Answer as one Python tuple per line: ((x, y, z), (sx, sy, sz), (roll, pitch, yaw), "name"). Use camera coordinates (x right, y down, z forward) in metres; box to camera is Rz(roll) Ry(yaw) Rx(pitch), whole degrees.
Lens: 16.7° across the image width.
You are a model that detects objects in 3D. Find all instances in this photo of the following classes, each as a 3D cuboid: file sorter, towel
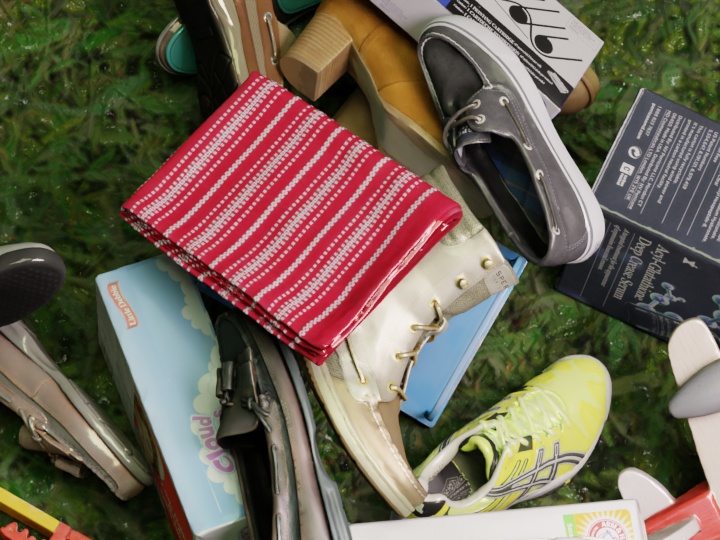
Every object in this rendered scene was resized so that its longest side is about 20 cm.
((0.000, 0.000, 1.712), (0.199, 0.123, 0.139), (30, 88, 2), "file sorter")
((-0.047, -0.039, 1.608), (0.200, 0.023, 0.145), (35, 71, 30), "towel")

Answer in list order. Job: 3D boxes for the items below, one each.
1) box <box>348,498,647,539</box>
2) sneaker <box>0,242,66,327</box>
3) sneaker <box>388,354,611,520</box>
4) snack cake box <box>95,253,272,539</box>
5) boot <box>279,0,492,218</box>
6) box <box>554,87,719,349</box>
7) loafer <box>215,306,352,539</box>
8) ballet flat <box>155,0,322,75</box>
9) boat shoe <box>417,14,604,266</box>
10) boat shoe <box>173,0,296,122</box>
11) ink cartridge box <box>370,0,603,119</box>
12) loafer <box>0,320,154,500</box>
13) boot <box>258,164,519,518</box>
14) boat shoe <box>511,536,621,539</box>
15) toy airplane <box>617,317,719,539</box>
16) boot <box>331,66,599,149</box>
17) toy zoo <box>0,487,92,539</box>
((0.087, 0.223, 1.631), (0.198, 0.113, 0.102), (-4, 68, -10), "box")
((-0.288, -0.006, 1.700), (0.201, 0.067, 0.109), (-28, 54, 31), "sneaker")
((0.106, 0.128, 1.723), (0.075, 0.077, 0.200), (43, 67, 15), "sneaker")
((-0.119, 0.101, 1.690), (0.067, 0.115, 0.201), (-18, 69, -13), "snack cake box")
((0.054, -0.143, 1.784), (0.201, 0.071, 0.144), (39, 61, 11), "boot")
((0.258, -0.017, 1.764), (0.199, 0.149, 0.108), (25, 66, 6), "box")
((-0.062, 0.114, 1.588), (0.062, 0.072, 0.201), (-12, 68, -25), "loafer")
((-0.080, -0.211, 1.876), (0.199, 0.068, 0.064), (-30, 44, -18), "ballet flat")
((0.090, -0.087, 1.690), (0.066, 0.070, 0.201), (-20, 76, -47), "boat shoe")
((-0.080, -0.161, 1.800), (0.073, 0.075, 0.202), (-21, 105, -28), "boat shoe")
((0.075, -0.194, 1.768), (0.200, 0.044, 0.094), (40, 45, -5), "ink cartridge box")
((-0.225, 0.095, 1.716), (0.063, 0.072, 0.200), (-43, 69, -3), "loafer")
((0.037, 0.044, 1.605), (0.154, 0.072, 0.201), (-26, 74, -2), "boot")
((0.155, 0.204, 1.551), (0.198, 0.069, 0.071), (4, 66, -9), "boat shoe")
((0.278, 0.153, 1.691), (0.199, 0.141, 0.201), (22, 85, -11), "toy airplane")
((0.062, -0.094, 1.831), (0.174, 0.066, 0.201), (22, 65, 15), "boot")
((-0.231, 0.231, 1.671), (0.199, 0.020, 0.132), (29, 66, 7), "toy zoo")
